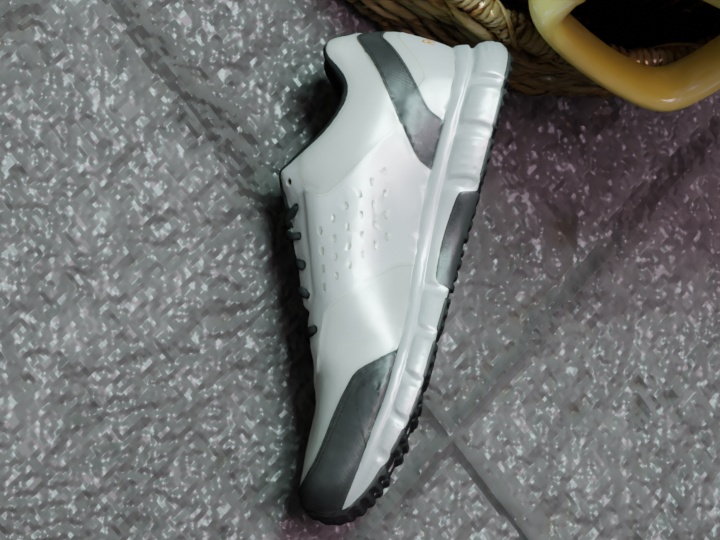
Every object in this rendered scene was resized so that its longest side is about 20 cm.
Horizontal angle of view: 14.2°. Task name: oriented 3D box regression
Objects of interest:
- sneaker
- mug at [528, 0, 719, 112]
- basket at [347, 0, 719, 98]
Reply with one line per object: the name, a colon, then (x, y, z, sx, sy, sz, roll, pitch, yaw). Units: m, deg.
sneaker: (0.000, 0.000, 1.126, 0.079, 0.074, 0.201, 14, 76, 0)
mug: (0.171, -0.147, 1.104, 0.153, 0.186, 0.150, 30, 65, -41)
basket: (0.091, -0.155, 1.158, 0.199, 0.149, 0.144, 18, 71, -30)
